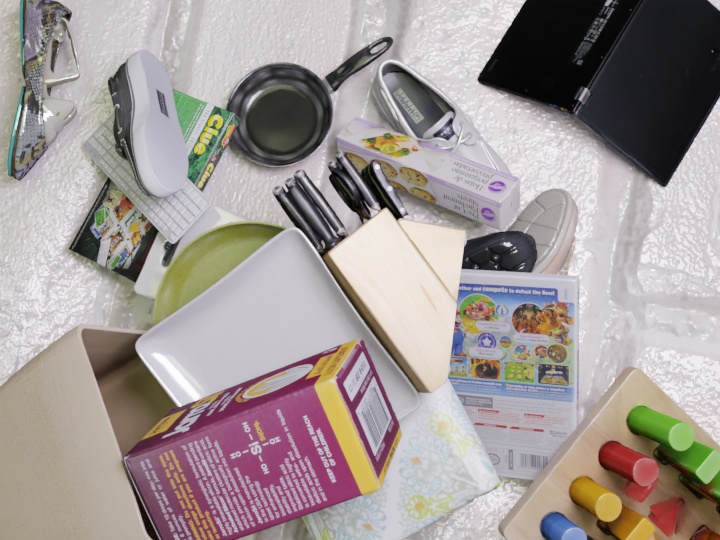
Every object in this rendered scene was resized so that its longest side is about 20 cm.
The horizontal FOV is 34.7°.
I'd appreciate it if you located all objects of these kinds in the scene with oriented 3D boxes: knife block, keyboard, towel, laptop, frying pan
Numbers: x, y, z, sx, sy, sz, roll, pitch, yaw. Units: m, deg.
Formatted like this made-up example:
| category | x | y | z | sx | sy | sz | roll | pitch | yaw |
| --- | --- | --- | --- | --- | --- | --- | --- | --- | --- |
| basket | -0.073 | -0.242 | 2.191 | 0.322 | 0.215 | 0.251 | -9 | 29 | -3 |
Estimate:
| category | x | y | z | sx | sy | sz | roll | pitch | yaw |
| --- | --- | --- | --- | --- | --- | --- | --- | --- | --- |
| knife block | 0.000 | 0.000 | 1.032 | 0.174 | 0.064 | 0.201 | 9 | 83 | -9 |
| keyboard | -0.220 | -0.099 | 1.175 | 0.056 | 0.011 | 0.200 | -49 | 53 | 3 |
| towel | 0.014 | 0.174 | 1.103 | 0.200 | 0.048 | 0.172 | -34 | 75 | 19 |
| laptop | 0.265 | -0.222 | 1.211 | 0.199 | 0.116 | 0.188 | 26 | 80 | 37 |
| frying pan | -0.063 | -0.192 | 1.216 | 0.115 | 0.031 | 0.190 | 34 | 82 | 11 |

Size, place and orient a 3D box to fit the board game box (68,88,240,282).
| category | x | y | z | sx | sy | sz | roll | pitch | yaw |
| --- | --- | --- | --- | --- | --- | --- | --- | --- | --- |
| board game box | -0.213 | -0.089 | 1.198 | 0.104 | 0.023 | 0.201 | 24 | 82 | 27 |

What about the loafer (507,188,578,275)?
| category | x | y | z | sx | sy | sz | roll | pitch | yaw |
| --- | --- | --- | --- | --- | --- | --- | --- | --- | --- |
| loafer | 0.167 | 0.017 | 1.152 | 0.072 | 0.063 | 0.201 | 16 | 76 | 50 |

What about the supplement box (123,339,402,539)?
| category | x | y | z | sx | sy | sz | roll | pitch | yaw |
| --- | --- | --- | --- | --- | --- | --- | --- | --- | --- |
| supplement box | -0.079 | 0.151 | 0.993 | 0.199 | 0.131 | 0.104 | -22 | 98 | 13 |

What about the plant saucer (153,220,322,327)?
| category | x | y | z | sx | sy | sz | roll | pitch | yaw |
| --- | --- | --- | --- | --- | --- | --- | --- | --- | --- |
| plant saucer | -0.098 | 0.052 | 1.098 | 0.199 | 0.031 | 0.201 | 1 | 98 | 10 |

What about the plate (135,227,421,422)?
| category | x | y | z | sx | sy | sz | roll | pitch | yaw |
| --- | --- | --- | --- | --- | --- | --- | --- | --- | --- |
| plate | -0.075 | 0.091 | 1.062 | 0.200 | 0.032 | 0.200 | -35 | 95 | 15 |

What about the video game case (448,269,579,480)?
| category | x | y | z | sx | sy | sz | roll | pitch | yaw |
| --- | --- | --- | --- | --- | --- | --- | --- | --- | --- |
| video game case | 0.135 | 0.100 | 1.092 | 0.142 | 0.018 | 0.201 | 4 | 106 | 21 |

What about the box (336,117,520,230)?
| category | x | y | z | sx | sy | sz | roll | pitch | yaw |
| --- | --- | --- | --- | --- | --- | --- | --- | --- | --- |
| box | 0.065 | -0.099 | 1.148 | 0.199 | 0.042 | 0.039 | 25 | 55 | 28 |

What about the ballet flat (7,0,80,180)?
| category | x | y | z | sx | sy | sz | roll | pitch | yaw |
| --- | --- | --- | --- | --- | --- | --- | --- | --- | --- |
| ballet flat | -0.332 | -0.193 | 1.219 | 0.072 | 0.072 | 0.202 | 1 | 80 | 4 |

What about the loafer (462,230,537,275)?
| category | x | y | z | sx | sy | sz | roll | pitch | yaw |
| --- | --- | --- | --- | --- | --- | --- | --- | --- | --- |
| loafer | 0.083 | 0.013 | 1.137 | 0.200 | 0.070 | 0.068 | -23 | 95 | 25 |

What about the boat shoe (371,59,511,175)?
| category | x | y | z | sx | sy | sz | roll | pitch | yaw |
| --- | --- | --- | --- | --- | --- | --- | --- | --- | --- |
| boat shoe | 0.082 | -0.134 | 1.178 | 0.200 | 0.065 | 0.074 | 44 | 84 | 11 |

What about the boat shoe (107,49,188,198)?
| category | x | y | z | sx | sy | sz | roll | pitch | yaw |
| --- | --- | --- | --- | --- | --- | --- | --- | --- | --- |
| boat shoe | -0.218 | -0.140 | 1.159 | 0.056 | 0.069 | 0.201 | -31 | 47 | 18 |

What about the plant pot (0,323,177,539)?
| category | x | y | z | sx | sy | sz | roll | pitch | yaw |
| --- | --- | --- | --- | --- | --- | --- | --- | --- | --- |
| plant pot | -0.255 | 0.181 | 1.081 | 0.176 | 0.200 | 0.201 | -25 | 78 | 13 |

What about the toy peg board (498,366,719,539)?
| category | x | y | z | sx | sy | sz | roll | pitch | yaw |
| --- | --- | --- | --- | --- | --- | --- | --- | --- | --- |
| toy peg board | 0.269 | 0.230 | 1.043 | 0.200 | 0.098 | 0.199 | 42 | 84 | -12 |

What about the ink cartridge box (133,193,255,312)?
| category | x | y | z | sx | sy | sz | roll | pitch | yaw |
| --- | --- | --- | --- | --- | --- | --- | --- | --- | --- |
| ink cartridge box | -0.111 | 0.013 | 1.160 | 0.199 | 0.068 | 0.117 | 23 | 82 | 7 |
